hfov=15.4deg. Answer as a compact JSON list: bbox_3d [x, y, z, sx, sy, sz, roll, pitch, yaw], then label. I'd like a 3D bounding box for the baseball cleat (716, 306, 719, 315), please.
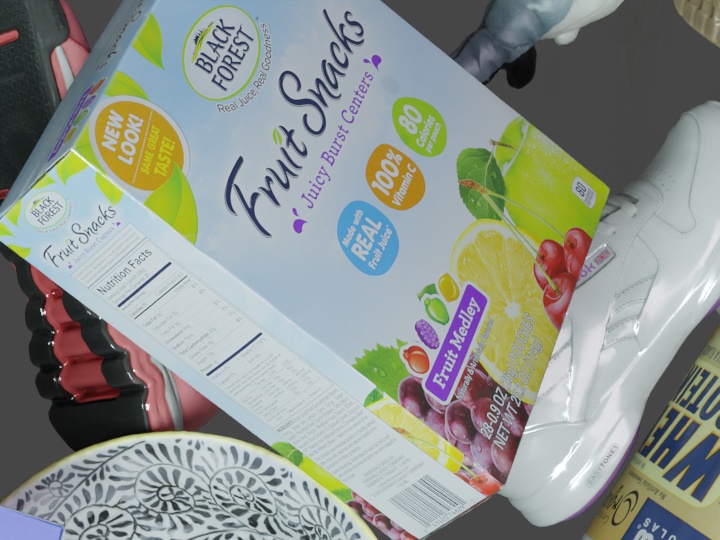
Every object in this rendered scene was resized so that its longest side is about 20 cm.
[{"bbox_3d":[0.230,-0.057,1.237,0.200,0.070,0.107,-39,109,-26],"label":"baseball cleat"}]

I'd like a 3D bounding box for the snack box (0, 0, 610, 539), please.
[{"bbox_3d":[-0.016,-0.023,0.993,0.200,0.068,0.169,37,45,-14],"label":"snack box"}]

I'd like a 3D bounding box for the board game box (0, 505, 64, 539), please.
[{"bbox_3d":[-0.218,0.077,0.913,0.200,0.134,0.045,21,79,-22],"label":"board game box"}]

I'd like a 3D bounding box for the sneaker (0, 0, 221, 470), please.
[{"bbox_3d":[-0.100,-0.023,1.049,0.087,0.074,0.200,-27,106,-45],"label":"sneaker"}]

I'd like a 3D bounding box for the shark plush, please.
[{"bbox_3d":[0.086,-0.151,1.177,0.083,0.091,0.200,37,92,-5],"label":"shark plush"}]

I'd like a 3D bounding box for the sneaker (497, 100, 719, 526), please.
[{"bbox_3d":[0.099,0.007,1.144,0.100,0.075,0.200,32,82,-13],"label":"sneaker"}]

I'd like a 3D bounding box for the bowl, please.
[{"bbox_3d":[-0.063,0.167,1.024,0.200,0.094,0.201,-3,78,13],"label":"bowl"}]

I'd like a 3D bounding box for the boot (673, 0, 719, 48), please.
[{"bbox_3d":[0.253,-0.095,1.188,0.166,0.200,0.072,-9,132,-27],"label":"boot"}]

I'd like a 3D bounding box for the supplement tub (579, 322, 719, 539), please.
[{"bbox_3d":[0.179,0.117,1.142,0.144,0.144,0.200,32,90,-27],"label":"supplement tub"}]
